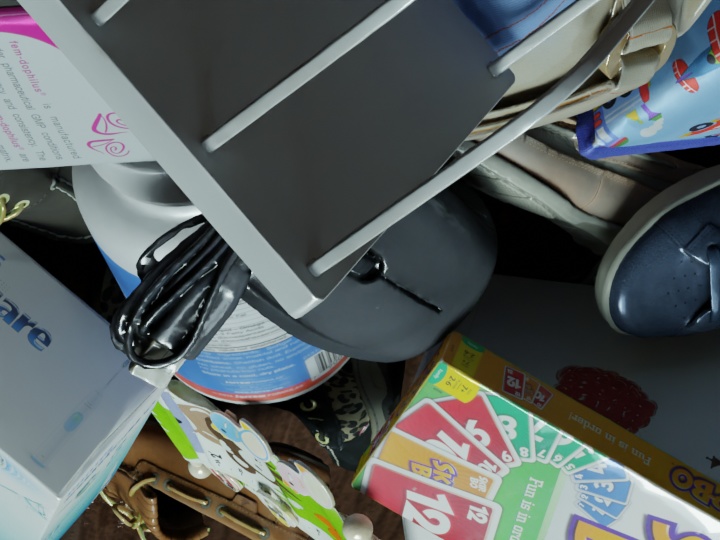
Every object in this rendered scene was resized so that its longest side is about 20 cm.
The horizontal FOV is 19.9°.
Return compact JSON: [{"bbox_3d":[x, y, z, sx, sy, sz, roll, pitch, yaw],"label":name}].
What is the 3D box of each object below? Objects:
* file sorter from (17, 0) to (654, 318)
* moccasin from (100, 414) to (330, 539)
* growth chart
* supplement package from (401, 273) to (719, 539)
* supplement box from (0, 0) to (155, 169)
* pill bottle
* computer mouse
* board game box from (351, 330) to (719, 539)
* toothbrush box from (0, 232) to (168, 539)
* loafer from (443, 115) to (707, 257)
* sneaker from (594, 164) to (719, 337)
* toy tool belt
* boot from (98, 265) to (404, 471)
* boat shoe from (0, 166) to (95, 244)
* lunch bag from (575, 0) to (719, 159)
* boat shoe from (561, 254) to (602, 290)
[{"bbox_3d":[-0.015,-0.120,0.575,0.200,0.139,0.125,50,134,-8],"label":"file sorter"},{"bbox_3d":[-0.107,0.131,1.207,0.201,0.078,0.074,9,165,32],"label":"moccasin"},{"bbox_3d":[-0.045,0.104,0.993,0.200,0.018,0.145,32,162,39],"label":"growth chart"},{"bbox_3d":[0.129,0.091,0.960,0.200,0.121,0.120,7,133,16],"label":"supplement package"},{"bbox_3d":[-0.157,-0.101,0.755,0.200,0.103,0.101,-1,152,9],"label":"supplement box"},{"bbox_3d":[-0.060,-0.029,0.882,0.112,0.112,0.200,-2,152,8],"label":"pill bottle"},{"bbox_3d":[0.000,0.000,0.823,0.139,0.053,0.200,-53,153,13],"label":"computer mouse"},{"bbox_3d":[0.103,0.109,0.886,0.200,0.030,0.096,28,132,-5],"label":"board game box"},{"bbox_3d":[-0.189,0.063,1.015,0.146,0.085,0.200,40,153,1],"label":"toothbrush box"},{"bbox_3d":[0.094,-0.050,0.906,0.200,0.063,0.072,27,177,-35],"label":"loafer"},{"bbox_3d":[0.203,-0.005,0.881,0.200,0.085,0.075,-17,126,-9],"label":"sneaker"},{"bbox_3d":[0.058,-0.121,0.684,0.123,0.125,0.200,10,153,-35],"label":"toy tool belt"},{"bbox_3d":[-0.054,0.048,1.088,0.154,0.074,0.204,7,156,3],"label":"boot"},{"bbox_3d":[-0.179,-0.051,0.900,0.072,0.061,0.201,-15,149,30],"label":"boat shoe"},{"bbox_3d":[0.195,-0.102,0.775,0.200,0.094,0.151,6,155,-36],"label":"lunch bag"},{"bbox_3d":[0.089,0.029,1.056,0.062,0.073,0.200,43,139,-18],"label":"boat shoe"}]
